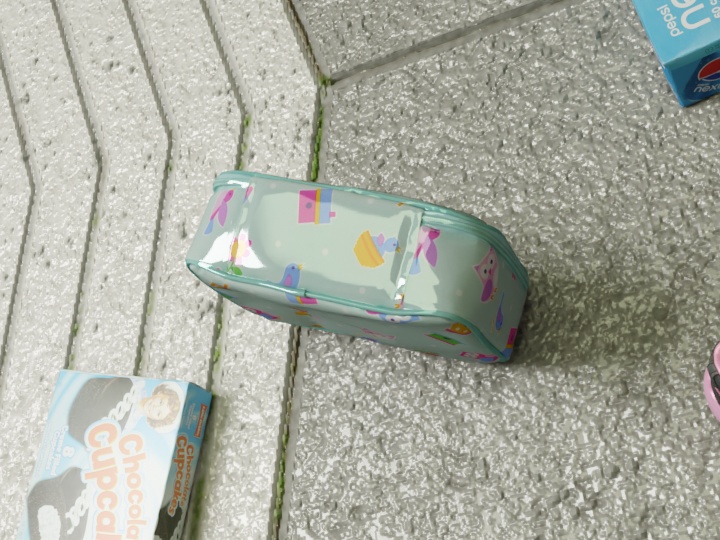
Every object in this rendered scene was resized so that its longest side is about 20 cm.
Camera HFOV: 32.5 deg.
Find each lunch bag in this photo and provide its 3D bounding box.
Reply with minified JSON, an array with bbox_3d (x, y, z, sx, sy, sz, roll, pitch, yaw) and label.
[{"bbox_3d":[0.000,0.000,0.779,0.200,0.160,0.077,12,81,23],"label":"lunch bag"}]

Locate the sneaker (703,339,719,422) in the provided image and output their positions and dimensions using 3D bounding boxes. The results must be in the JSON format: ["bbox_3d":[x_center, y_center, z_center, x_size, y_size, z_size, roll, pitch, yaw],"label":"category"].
[{"bbox_3d":[0.271,0.083,0.652,0.200,0.095,0.079,23,80,29],"label":"sneaker"}]

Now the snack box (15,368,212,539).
[{"bbox_3d":[-0.180,0.173,0.864,0.116,0.037,0.200,2,71,26],"label":"snack box"}]

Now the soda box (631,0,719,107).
[{"bbox_3d":[0.202,-0.213,0.818,0.068,0.064,0.200,-24,63,16],"label":"soda box"}]
